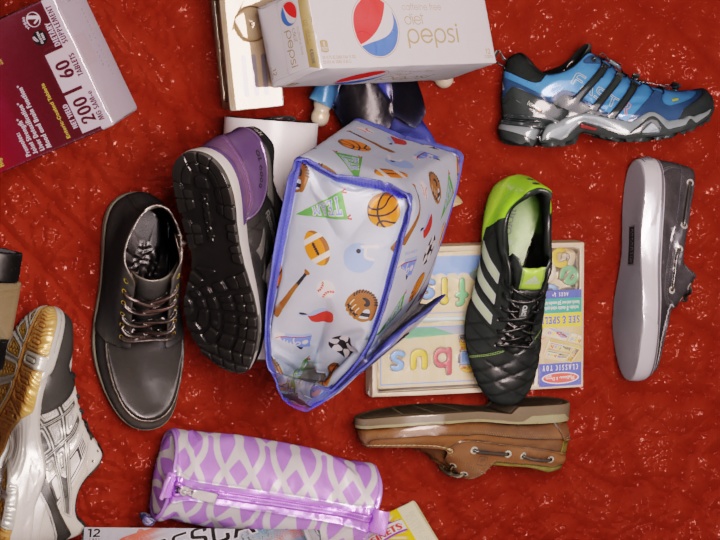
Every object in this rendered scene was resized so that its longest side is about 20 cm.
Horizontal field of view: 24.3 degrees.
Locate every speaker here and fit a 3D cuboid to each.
[{"bbox_3d":[-0.081,-0.029,1.391,0.081,0.081,0.201,3,96,-15],"label":"speaker"}]

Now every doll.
[{"bbox_3d":[0.024,-0.140,1.423,0.136,0.048,0.200,-24,99,-20],"label":"doll"}]

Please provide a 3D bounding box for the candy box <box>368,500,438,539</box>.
[{"bbox_3d":[-0.019,0.281,1.436,0.200,0.102,0.026,-24,135,-11],"label":"candy box"}]

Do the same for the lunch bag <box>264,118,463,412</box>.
[{"bbox_3d":[0.000,0.000,1.337,0.124,0.170,0.200,20,109,13],"label":"lunch bag"}]

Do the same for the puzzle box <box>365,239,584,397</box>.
[{"bbox_3d":[0.101,0.042,1.476,0.199,0.025,0.133,-3,98,-15],"label":"puzzle box"}]

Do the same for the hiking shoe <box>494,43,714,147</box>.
[{"bbox_3d":[0.217,-0.155,1.459,0.200,0.074,0.087,-5,98,-14],"label":"hiking shoe"}]

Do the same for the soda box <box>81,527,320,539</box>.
[{"bbox_3d":[-0.133,0.256,1.388,0.199,0.068,0.064,1,54,-5],"label":"soda box"}]

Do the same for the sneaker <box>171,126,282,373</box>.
[{"bbox_3d":[-0.087,-0.016,1.316,0.088,0.076,0.200,-36,135,-45],"label":"sneaker"}]

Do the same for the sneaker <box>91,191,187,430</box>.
[{"bbox_3d":[-0.178,0.039,1.359,0.075,0.106,0.201,-5,97,-14],"label":"sneaker"}]

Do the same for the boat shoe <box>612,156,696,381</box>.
[{"bbox_3d":[0.270,-0.001,1.499,0.066,0.070,0.201,3,88,-14],"label":"boat shoe"}]

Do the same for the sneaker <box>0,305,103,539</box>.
[{"bbox_3d":[-0.253,0.128,1.377,0.088,0.076,0.200,7,98,-31],"label":"sneaker"}]

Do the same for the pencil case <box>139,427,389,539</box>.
[{"bbox_3d":[-0.081,0.185,1.413,0.200,0.085,0.084,10,89,-17],"label":"pencil case"}]

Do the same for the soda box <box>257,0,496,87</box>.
[{"bbox_3d":[0.016,-0.189,1.349,0.200,0.064,0.068,-9,87,-42],"label":"soda box"}]

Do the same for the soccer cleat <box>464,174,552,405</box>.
[{"bbox_3d":[0.131,0.019,1.425,0.067,0.081,0.201,1,96,-15],"label":"soccer cleat"}]

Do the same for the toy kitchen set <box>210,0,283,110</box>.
[{"bbox_3d":[-0.163,-0.209,1.306,0.200,0.163,0.181,-7,98,-14],"label":"toy kitchen set"}]

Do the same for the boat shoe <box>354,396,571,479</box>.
[{"bbox_3d":[0.092,0.151,1.461,0.199,0.072,0.068,-1,95,-15],"label":"boat shoe"}]

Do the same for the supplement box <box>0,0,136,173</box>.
[{"bbox_3d":[-0.288,-0.131,1.292,0.200,0.061,0.109,-21,102,18],"label":"supplement box"}]

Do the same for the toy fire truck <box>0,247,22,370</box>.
[{"bbox_3d":[-0.391,0.029,1.297,0.200,0.176,0.129,13,94,26],"label":"toy fire truck"}]
